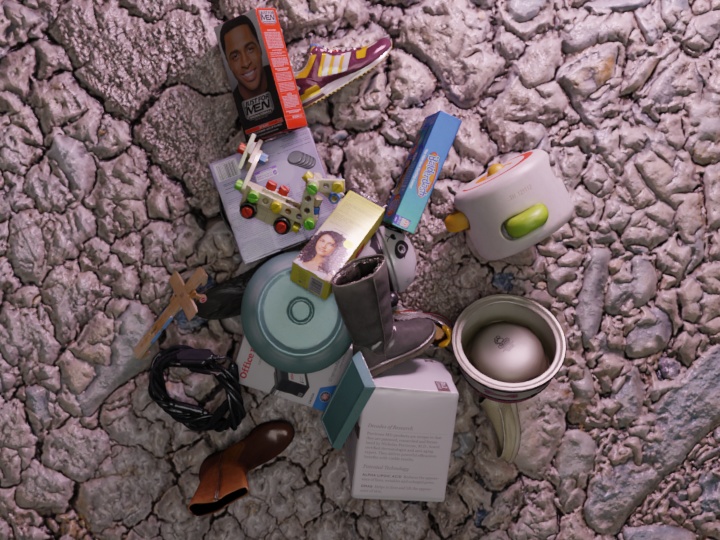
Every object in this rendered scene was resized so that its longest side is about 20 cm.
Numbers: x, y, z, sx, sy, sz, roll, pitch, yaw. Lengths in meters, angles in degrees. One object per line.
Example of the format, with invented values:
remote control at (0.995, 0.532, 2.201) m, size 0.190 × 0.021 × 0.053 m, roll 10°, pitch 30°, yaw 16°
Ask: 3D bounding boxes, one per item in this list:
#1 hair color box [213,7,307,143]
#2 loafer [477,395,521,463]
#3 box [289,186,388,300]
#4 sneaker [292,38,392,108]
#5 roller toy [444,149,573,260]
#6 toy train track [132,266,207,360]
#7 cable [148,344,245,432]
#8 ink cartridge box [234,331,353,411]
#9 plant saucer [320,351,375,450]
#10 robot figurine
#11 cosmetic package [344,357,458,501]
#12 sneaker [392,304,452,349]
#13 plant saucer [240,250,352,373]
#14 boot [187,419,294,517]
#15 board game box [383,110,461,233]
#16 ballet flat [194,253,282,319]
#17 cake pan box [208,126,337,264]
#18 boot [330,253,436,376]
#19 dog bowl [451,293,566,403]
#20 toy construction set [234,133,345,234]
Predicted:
hair color box at (-0.168, -0.327, 1.422) m, size 0.101 × 0.061 × 0.203 m, roll -12°, pitch 97°, yaw 35°
loafer at (0.249, 0.249, 1.534) m, size 0.067 × 0.076 × 0.203 m, roll -3°, pitch 86°, yaw -3°
box at (-0.033, -0.047, 1.372) m, size 0.075 × 0.050 × 0.201 m, roll 28°, pitch 52°, yaw 8°
sneaker at (-0.042, -0.361, 1.446) m, size 0.199 × 0.075 × 0.091 m, roll -32°, pitch 103°, yaw -2°
roller toy at (0.257, -0.118, 1.444) m, size 0.182 × 0.199 × 0.141 m, roll -35°, pitch 99°, yaw -36°
toy train track at (-0.325, 0.079, 1.471) m, size 0.200 × 0.115 × 0.032 m, roll -49°, pitch 138°, yaw 13°
cable at (-0.285, 0.208, 1.467) m, size 0.198 × 0.051 × 0.165 m, roll -4°, pitch 116°, yaw 26°
ink cartridge box at (-0.110, 0.144, 1.460) m, size 0.198 × 0.084 × 0.146 m, roll 19°, pitch 118°, yaw -6°
plant saucer at (-0.025, 0.218, 1.382) m, size 0.019 × 0.201 × 0.070 m, roll -7°, pitch 53°, yaw -27°
robot figurine at (-0.001, -0.002, 1.458) m, size 0.198 × 0.125 × 0.152 m, roll -19°, pitch 97°, yaw -3°
cosmetic package at (0.065, 0.267, 1.454) m, size 0.163 × 0.165 × 0.203 m, roll 4°, pitch 104°, yaw -7°
sneaker at (0.074, 0.097, 1.496) m, size 0.197 × 0.082 × 0.079 m, roll 6°, pitch 95°, yaw -5°
plant saucer at (-0.097, 0.067, 1.370) m, size 0.197 × 0.036 × 0.203 m, roll 0°, pitch 85°, yaw -3°
boot at (-0.198, 0.331, 1.434) m, size 0.186 × 0.200 × 0.069 m, roll -18°, pitch 97°, yaw -3°
board game box at (0.101, -0.166, 1.439) m, size 0.045 × 0.152 × 0.202 m, roll 23°, pitch 94°, yaw -7°
ballet flat at (-0.204, 0.032, 1.490) m, size 0.198 × 0.057 × 0.067 m, roll -24°, pitch 119°, yaw 3°
cake pan box at (-0.148, -0.127, 1.462) m, size 0.198 × 0.052 × 0.186 m, roll -22°, pitch 88°, yaw -3°
boot at (0.041, 0.059, 1.361) m, size 0.181 × 0.072 × 0.202 m, roll -30°, pitch 123°, yaw -29°
dog bowl at (0.256, 0.142, 1.476) m, size 0.197 × 0.074 × 0.202 m, roll -2°, pitch 52°, yaw 2°
toy construction set at (-0.130, -0.136, 1.392) m, size 0.199 × 0.092 × 0.132 m, roll 30°, pitch 114°, yaw 7°
